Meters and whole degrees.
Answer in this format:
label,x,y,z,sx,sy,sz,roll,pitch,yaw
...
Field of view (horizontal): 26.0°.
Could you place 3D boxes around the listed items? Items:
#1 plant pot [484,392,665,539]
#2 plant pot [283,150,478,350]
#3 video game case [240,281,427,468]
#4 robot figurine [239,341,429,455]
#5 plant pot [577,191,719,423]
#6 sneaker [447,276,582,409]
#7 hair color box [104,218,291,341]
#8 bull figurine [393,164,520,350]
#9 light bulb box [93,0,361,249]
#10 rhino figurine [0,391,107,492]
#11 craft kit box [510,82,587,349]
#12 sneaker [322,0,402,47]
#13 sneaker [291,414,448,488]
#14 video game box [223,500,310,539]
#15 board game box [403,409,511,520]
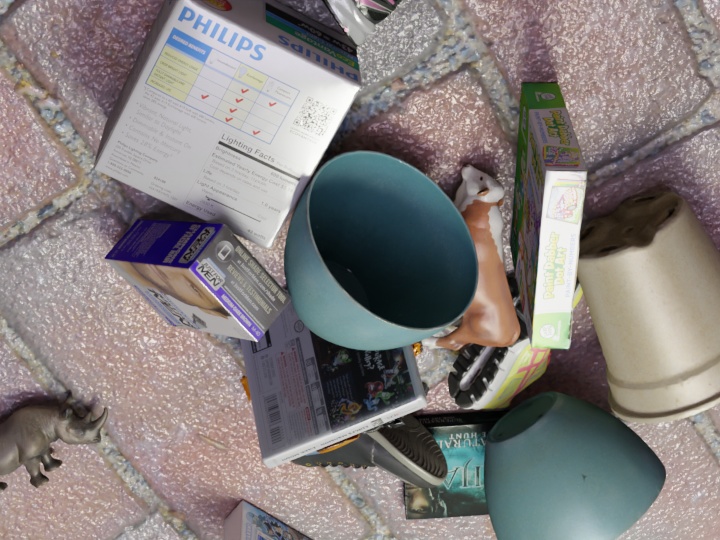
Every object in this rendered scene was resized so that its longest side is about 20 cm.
label,x,y,z,sx,sy,sz,roll,pitch,yaw
plant pot,0.212,0.214,1.699,0.199,0.200,0.135,-32,99,15
plant pot,0.000,0.000,1.568,0.199,0.201,0.135,28,138,-18
video game case,-0.035,0.091,1.641,0.180,0.201,0.023,-23,140,10
robot figurine,-0.022,0.122,1.681,0.199,0.146,0.058,-24,160,5
plant pot,0.315,0.028,1.641,0.199,0.201,0.184,-26,108,12
sneaker,0.183,0.074,1.722,0.090,0.078,0.200,23,113,-46
hair color box,-0.169,0.008,1.585,0.109,0.199,0.065,48,67,-25
bull figurine,0.108,-0.008,1.652,0.120,0.065,0.202,-8,104,22
light bulb box,-0.129,-0.163,1.525,0.197,0.125,0.201,25,115,-16
rhino figurine,-0.374,0.197,1.758,0.199,0.060,0.088,-24,108,7
craft kit box,0.186,-0.058,1.563,0.048,0.201,0.199,2,120,-3
sneaker,-0.025,-0.318,1.481,0.086,0.080,0.200,-35,125,3
sneaker,-0.001,0.200,1.767,0.199,0.075,0.107,35,121,3
video game box,-0.079,0.383,1.804,0.182,0.201,0.047,36,114,-21
board game box,0.148,0.227,1.826,0.198,0.028,0.136,-4,120,-1
